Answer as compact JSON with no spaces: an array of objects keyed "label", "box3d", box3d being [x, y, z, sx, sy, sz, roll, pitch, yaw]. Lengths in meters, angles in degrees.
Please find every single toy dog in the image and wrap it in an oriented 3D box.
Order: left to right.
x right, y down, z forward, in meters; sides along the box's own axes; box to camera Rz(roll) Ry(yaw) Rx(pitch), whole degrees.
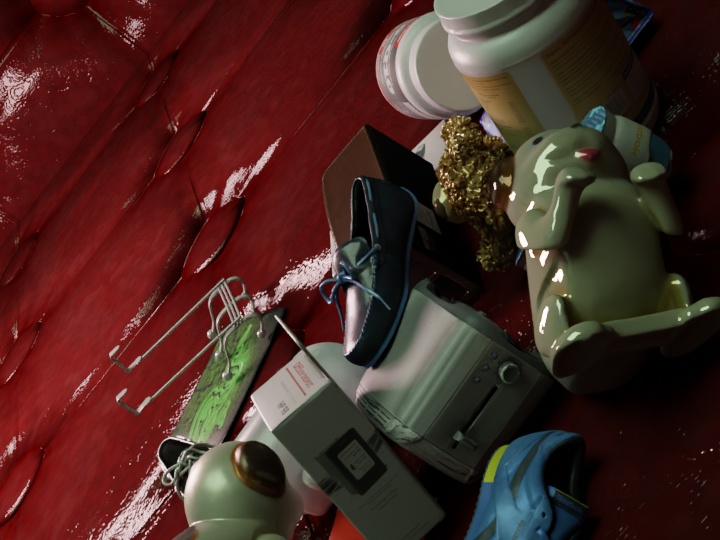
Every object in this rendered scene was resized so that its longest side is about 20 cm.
[{"label":"toy dog","box3d":[-0.119,0.240,1.197,0.139,0.193,0.201,-40,24,55]},{"label":"toy dog","box3d":[0.180,-0.020,1.116,0.194,0.138,0.201,91,166,-67]}]

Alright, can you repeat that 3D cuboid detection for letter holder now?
[{"label":"letter holder","box3d":[0.018,-0.022,1.476,0.142,0.100,0.201,-46,37,23]}]

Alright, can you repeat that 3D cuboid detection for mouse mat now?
[{"label":"mouse mat","box3d":[-0.169,0.138,1.789,0.161,0.008,0.201,-18,43,55]}]

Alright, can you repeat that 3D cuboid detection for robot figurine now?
[{"label":"robot figurine","box3d":[-0.045,0.152,1.387,0.201,0.113,0.170,-54,24,1]}]

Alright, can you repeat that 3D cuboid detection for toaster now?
[{"label":"toaster","box3d":[0.073,0.093,1.244,0.130,0.113,0.200,-56,21,1]}]

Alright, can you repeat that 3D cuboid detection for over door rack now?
[{"label":"over door rack","box3d":[-0.212,0.100,1.810,0.199,0.067,0.148,-33,23,-2]}]

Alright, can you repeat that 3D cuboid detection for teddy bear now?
[{"label":"teddy bear","box3d":[0.107,-0.075,1.342,0.066,0.146,0.200,-9,21,12]}]

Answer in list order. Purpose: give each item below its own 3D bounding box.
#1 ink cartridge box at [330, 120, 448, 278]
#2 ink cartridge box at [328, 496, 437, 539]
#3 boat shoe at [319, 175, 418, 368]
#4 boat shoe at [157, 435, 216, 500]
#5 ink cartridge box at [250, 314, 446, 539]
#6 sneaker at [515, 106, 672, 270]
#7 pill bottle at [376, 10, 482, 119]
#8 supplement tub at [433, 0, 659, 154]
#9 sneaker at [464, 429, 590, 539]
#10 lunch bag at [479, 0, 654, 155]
[{"label":"ink cartridge box","box3d":[0.045,-0.094,1.646,0.200,0.045,0.177,-43,26,24]},{"label":"ink cartridge box","box3d":[-0.025,0.281,1.255,0.162,0.050,0.201,-18,45,54]},{"label":"boat shoe","box3d":[0.000,0.000,1.307,0.084,0.068,0.201,-46,25,39]},{"label":"boat shoe","box3d":[-0.178,0.224,1.605,0.074,0.068,0.199,-55,23,-2]},{"label":"ink cartridge box","box3d":[-0.025,0.141,1.222,0.067,0.200,0.116,-40,15,-4]},{"label":"sneaker","box3d":[0.196,-0.055,1.264,0.200,0.080,0.077,123,166,-53]},{"label":"pill bottle","box3d":[0.085,-0.218,1.539,0.114,0.114,0.200,-54,10,0]},{"label":"supplement tub","box3d":[0.168,-0.191,1.309,0.144,0.200,0.145,-27,32,18]},{"label":"sneaker","box3d":[0.121,0.203,1.057,0.078,0.066,0.201,-23,37,45]},{"label":"lunch bag","box3d":[0.191,-0.201,1.483,0.201,0.093,0.151,-65,19,10]}]
